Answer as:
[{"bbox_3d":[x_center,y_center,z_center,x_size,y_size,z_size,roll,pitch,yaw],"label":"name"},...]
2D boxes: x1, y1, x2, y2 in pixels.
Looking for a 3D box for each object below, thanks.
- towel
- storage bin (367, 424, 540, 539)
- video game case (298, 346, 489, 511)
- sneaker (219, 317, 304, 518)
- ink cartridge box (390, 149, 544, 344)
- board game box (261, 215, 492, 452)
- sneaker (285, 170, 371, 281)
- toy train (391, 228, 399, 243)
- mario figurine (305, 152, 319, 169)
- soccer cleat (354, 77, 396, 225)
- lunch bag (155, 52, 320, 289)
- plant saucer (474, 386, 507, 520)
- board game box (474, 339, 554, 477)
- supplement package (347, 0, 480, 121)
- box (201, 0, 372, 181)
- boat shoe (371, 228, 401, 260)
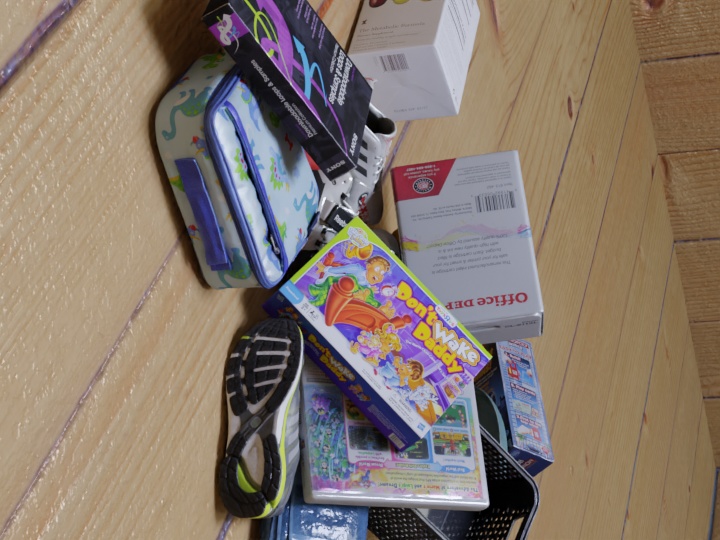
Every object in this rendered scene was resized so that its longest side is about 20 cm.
[{"bbox_3d":[-0.038,0.199,1.575,0.112,0.049,0.200,18,61,-25],"label":"towel"},{"bbox_3d":[0.083,0.234,1.685,0.200,0.094,0.135,45,54,-26],"label":"storage bin"},{"bbox_3d":[0.029,0.147,1.586,0.200,0.024,0.182,7,63,-27],"label":"video game case"},{"bbox_3d":[-0.089,0.143,1.511,0.081,0.074,0.200,60,38,-67],"label":"sneaker"},{"bbox_3d":[0.118,-0.020,1.769,0.083,0.146,0.200,76,7,-68],"label":"ink cartridge box"},{"bbox_3d":[0.018,0.061,1.580,0.200,0.045,0.134,46,53,-1],"label":"board game box"},{"bbox_3d":[-0.034,-0.064,1.655,0.074,0.088,0.200,33,57,-66],"label":"sneaker"},{"bbox_3d":[0.055,-0.036,1.880,0.200,0.116,0.085,65,-28,29],"label":"toy train"},{"bbox_3d":[-0.059,-0.187,1.576,0.124,0.106,0.200,-55,135,-29],"label":"mario figurine"},{"bbox_3d":[0.005,-0.132,1.772,0.069,0.085,0.200,-70,148,-48],"label":"soccer cleat"},{"bbox_3d":[-0.112,-0.090,1.465,0.161,0.082,0.200,-59,139,-52],"label":"lunch bag"},{"bbox_3d":[0.117,0.235,1.876,0.027,0.200,0.200,17,65,-27],"label":"plant saucer"},{"bbox_3d":[0.157,0.184,1.955,0.062,0.200,0.200,23,49,-21],"label":"board game box"},{"bbox_3d":[0.068,-0.288,1.928,0.200,0.114,0.110,-76,154,-42],"label":"supplement package"},{"bbox_3d":[-0.062,-0.198,1.468,0.200,0.036,0.143,52,28,-28],"label":"box"},{"bbox_3d":[-0.005,-0.001,1.730,0.202,0.075,0.086,-59,157,-47],"label":"boat shoe"}]
